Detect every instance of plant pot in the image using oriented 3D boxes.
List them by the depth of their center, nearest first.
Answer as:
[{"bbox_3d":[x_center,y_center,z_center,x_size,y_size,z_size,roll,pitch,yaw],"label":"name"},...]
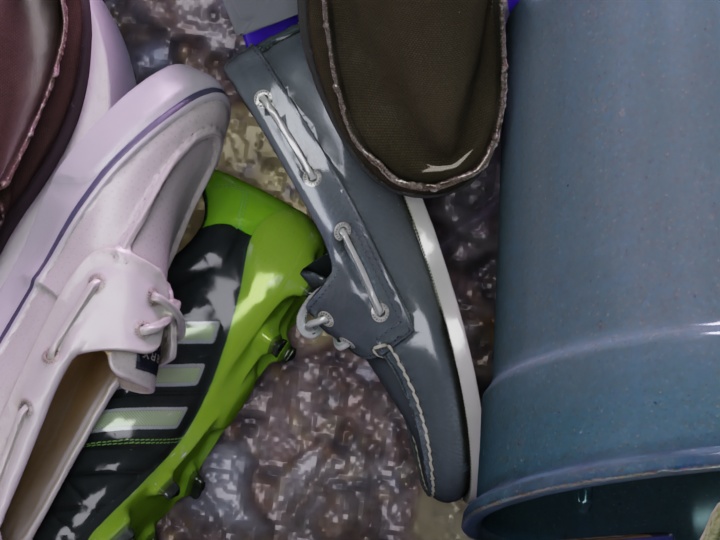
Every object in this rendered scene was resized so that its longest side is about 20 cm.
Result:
[{"bbox_3d":[0.131,-0.005,0.977,0.199,0.200,0.198,-4,74,5],"label":"plant pot"}]

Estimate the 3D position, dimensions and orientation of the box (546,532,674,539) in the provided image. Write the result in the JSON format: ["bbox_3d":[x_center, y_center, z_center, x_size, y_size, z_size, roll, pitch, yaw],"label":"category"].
[{"bbox_3d":[0.028,0.116,0.943,0.120,0.200,0.033,0,82,-31],"label":"box"}]

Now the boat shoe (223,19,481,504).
[{"bbox_3d":[0.000,0.000,1.019,0.061,0.073,0.201,-17,99,-6],"label":"boat shoe"}]

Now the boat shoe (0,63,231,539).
[{"bbox_3d":[-0.098,0.019,0.994,0.070,0.071,0.201,33,86,25],"label":"boat shoe"}]

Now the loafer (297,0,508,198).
[{"bbox_3d":[0.012,-0.112,0.925,0.075,0.070,0.201,-12,116,-2],"label":"loafer"}]

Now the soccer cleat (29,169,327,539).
[{"bbox_3d":[-0.090,0.051,1.050,0.081,0.068,0.200,35,81,13],"label":"soccer cleat"}]

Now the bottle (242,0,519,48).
[{"bbox_3d":[0.045,-0.137,1.054,0.199,0.065,0.084,-14,78,4],"label":"bottle"}]

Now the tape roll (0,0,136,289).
[{"bbox_3d":[-0.191,-0.058,1.066,0.201,0.071,0.204,-1,83,5],"label":"tape roll"}]

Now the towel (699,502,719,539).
[{"bbox_3d":[0.155,0.125,0.895,0.149,0.199,0.037,-53,51,26],"label":"towel"}]

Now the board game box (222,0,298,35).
[{"bbox_3d":[-0.012,-0.207,1.028,0.147,0.064,0.201,-20,54,2],"label":"board game box"}]

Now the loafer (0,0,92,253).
[{"bbox_3d":[-0.157,-0.040,0.989,0.073,0.071,0.201,18,85,8],"label":"loafer"}]
